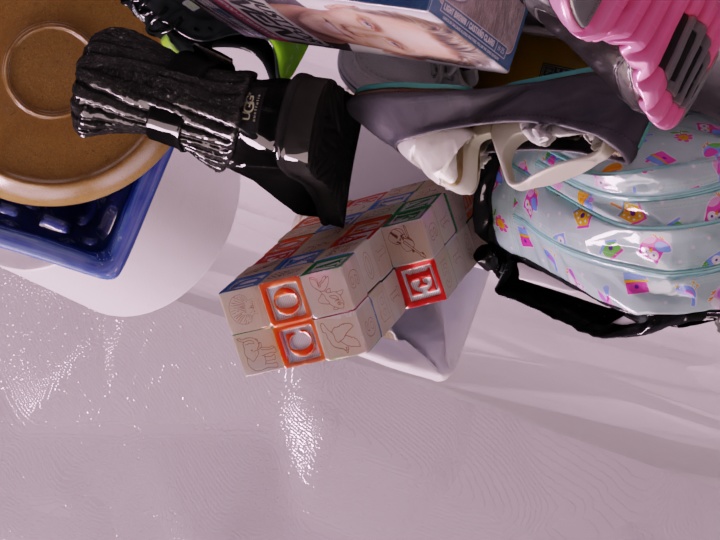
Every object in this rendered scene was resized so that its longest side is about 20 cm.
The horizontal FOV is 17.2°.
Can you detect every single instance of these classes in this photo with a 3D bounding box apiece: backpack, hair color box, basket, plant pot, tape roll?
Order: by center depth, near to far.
[{"bbox_3d":[-0.009,-0.171,1.402,0.199,0.061,0.100,11,170,35],"label":"hair color box"},{"bbox_3d":[0.174,-0.039,1.510,0.166,0.127,0.200,-21,-155,-18],"label":"backpack"},{"bbox_3d":[-0.205,-0.135,1.576,0.199,0.201,0.028,20,-165,-15],"label":"plant pot"},{"bbox_3d":[-0.238,-0.127,1.689,0.199,0.201,0.180,20,-173,-16],"label":"plant pot"},{"bbox_3d":[0.024,-0.033,1.780,0.135,0.201,0.123,20,178,-13],"label":"basket"},{"bbox_3d":[-0.218,-0.076,1.973,0.202,0.204,0.139,12,169,35],"label":"tape roll"}]

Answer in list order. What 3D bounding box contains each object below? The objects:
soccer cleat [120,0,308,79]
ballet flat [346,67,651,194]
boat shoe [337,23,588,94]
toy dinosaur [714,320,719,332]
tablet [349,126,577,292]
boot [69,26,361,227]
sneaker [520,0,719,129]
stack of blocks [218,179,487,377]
[{"bbox_3d":[-0.122,-0.179,1.512,0.199,0.081,0.067,20,171,-13],"label":"soccer cleat"},{"bbox_3d":[0.078,-0.080,1.402,0.199,0.073,0.073,-2,163,27],"label":"ballet flat"},{"bbox_3d":[0.071,-0.129,1.461,0.201,0.075,0.086,12,171,22],"label":"boat shoe"},{"bbox_3d":[0.319,-0.010,1.757,0.200,0.102,0.136,40,149,-18],"label":"toy dinosaur"},{"bbox_3d":[0.079,-0.067,1.653,0.199,0.131,0.014,15,162,14],"label":"tablet"},{"bbox_3d":[-0.085,-0.091,1.486,0.157,0.080,0.211,10,168,11],"label":"boot"},{"bbox_3d":[0.128,-0.145,1.286,0.095,0.079,0.200,25,171,35],"label":"sneaker"},{"bbox_3d":[0.000,0.000,1.544,0.115,0.059,0.200,-13,-168,22],"label":"stack of blocks"}]
